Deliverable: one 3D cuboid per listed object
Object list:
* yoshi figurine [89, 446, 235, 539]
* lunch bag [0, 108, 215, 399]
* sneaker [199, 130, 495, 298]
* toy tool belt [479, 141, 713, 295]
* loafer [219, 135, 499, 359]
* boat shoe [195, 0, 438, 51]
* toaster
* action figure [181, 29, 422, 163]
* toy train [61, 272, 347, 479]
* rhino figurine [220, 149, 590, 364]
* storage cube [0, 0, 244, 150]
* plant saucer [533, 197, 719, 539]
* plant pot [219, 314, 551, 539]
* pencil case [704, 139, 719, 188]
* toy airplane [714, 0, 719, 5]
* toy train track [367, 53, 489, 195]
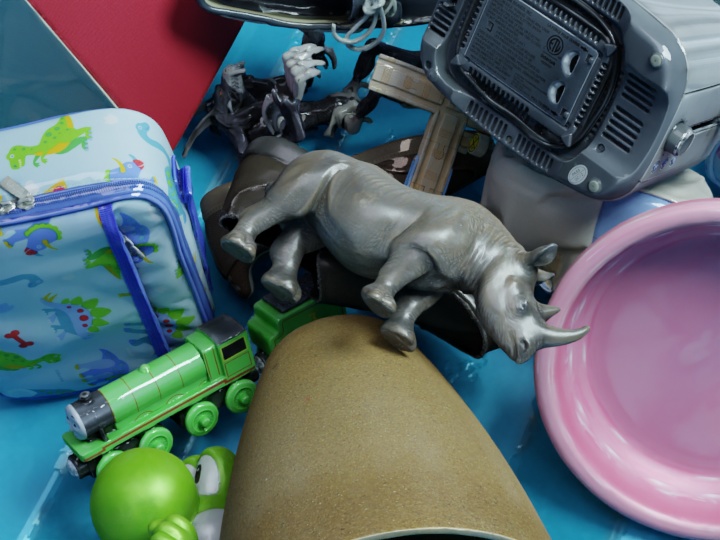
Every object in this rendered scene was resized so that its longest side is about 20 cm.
[{"bbox_3d":[-0.115,0.180,0.792,0.112,0.112,0.200,-4,53,11],"label":"yoshi figurine"},{"bbox_3d":[-0.169,-0.004,0.860,0.161,0.200,0.083,-11,57,-3],"label":"lunch bag"},{"bbox_3d":[-0.002,-0.036,0.957,0.200,0.070,0.076,-14,83,-7],"label":"sneaker"},{"bbox_3d":[0.161,-0.006,0.896,0.200,0.123,0.125,20,29,10],"label":"toy tool belt"},{"bbox_3d":[0.000,0.000,0.868,0.200,0.073,0.071,31,63,12],"label":"loafer"},{"bbox_3d":[-0.007,-0.182,0.920,0.200,0.075,0.062,6,36,-4],"label":"boat shoe"},{"bbox_3d":[0.131,-0.128,0.850,0.200,0.114,0.129,39,32,29],"label":"toaster"},{"bbox_3d":[-0.030,-0.131,0.989,0.200,0.102,0.119,-9,42,0],"label":"action figure"},{"bbox_3d":[-0.090,0.061,0.875,0.200,0.056,0.042,-28,36,-25],"label":"toy train"},{"bbox_3d":[0.031,-0.006,0.791,0.200,0.060,0.088,22,66,15],"label":"rhino figurine"},{"bbox_3d":[-0.197,-0.188,0.973,0.171,0.200,0.180,1,53,35],"label":"storage cube"},{"bbox_3d":[0.199,0.053,0.815,0.200,0.201,0.051,9,20,11],"label":"plant saucer"},{"bbox_3d":[0.005,0.124,0.788,0.186,0.187,0.200,-11,42,-1],"label":"plant pot"},{"bbox_3d":[0.303,-0.127,0.962,0.091,0.083,0.200,12,57,39],"label":"pencil case"},{"bbox_3d":[0.159,-0.236,0.980,0.199,0.200,0.141,-4,52,4],"label":"toy airplane"},{"bbox_3d":[0.050,-0.065,0.916,0.115,0.033,0.200,18,92,-21],"label":"toy train track"}]
